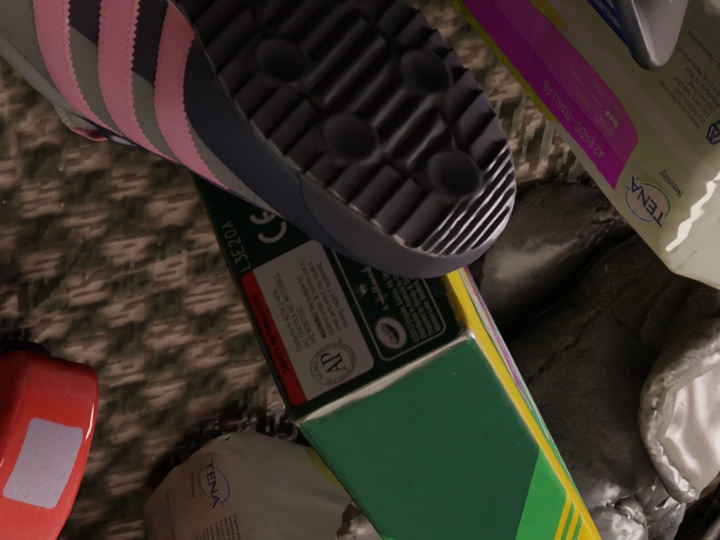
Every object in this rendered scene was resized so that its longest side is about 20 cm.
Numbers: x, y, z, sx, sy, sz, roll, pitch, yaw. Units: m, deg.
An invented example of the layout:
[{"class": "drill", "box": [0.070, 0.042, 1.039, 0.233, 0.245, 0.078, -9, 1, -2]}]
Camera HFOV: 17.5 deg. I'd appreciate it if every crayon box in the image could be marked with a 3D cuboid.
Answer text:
[{"class": "crayon box", "box": [0.000, 0.000, 0.714, 0.058, 0.201, 0.173, -27, 142, 3]}]

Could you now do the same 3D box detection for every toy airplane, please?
[{"class": "toy airplane", "box": [-0.171, 0.125, 0.808, 0.198, 0.142, 0.200, -17, 139, -11]}]

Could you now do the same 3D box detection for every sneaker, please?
[{"class": "sneaker", "box": [-0.044, -0.055, 0.626, 0.070, 0.200, 0.082, -35, 159, -36]}]

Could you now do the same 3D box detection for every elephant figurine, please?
[{"class": "elephant figurine", "box": [0.102, 0.030, 0.880, 0.141, 0.155, 0.201, 27, 101, 1]}]

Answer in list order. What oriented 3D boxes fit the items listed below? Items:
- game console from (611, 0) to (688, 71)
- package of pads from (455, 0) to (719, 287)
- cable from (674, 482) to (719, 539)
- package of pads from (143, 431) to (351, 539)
[{"class": "game console", "box": [0.116, -0.177, 0.584, 0.118, 0.201, 0.170, 34, 149, -27]}, {"class": "package of pads", "box": [0.140, -0.047, 0.769, 0.199, 0.155, 0.068, 18, 117, -39]}, {"class": "cable", "box": [0.138, 0.109, 0.996, 0.050, 0.097, 0.200, 33, 111, -12]}, {"class": "package of pads", "box": [0.015, 0.152, 0.923, 0.199, 0.155, 0.068, 18, 133, -40]}]
